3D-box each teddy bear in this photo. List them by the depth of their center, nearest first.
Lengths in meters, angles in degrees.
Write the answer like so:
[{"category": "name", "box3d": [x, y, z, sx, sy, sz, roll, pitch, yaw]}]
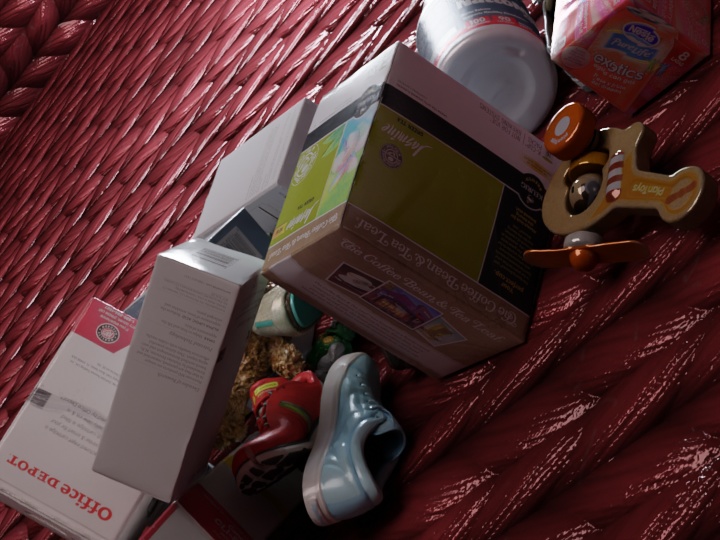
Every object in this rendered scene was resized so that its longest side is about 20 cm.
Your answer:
[{"category": "teddy bear", "box3d": [-0.123, 0.088, 1.632, 0.200, 0.067, 0.145, -48, 38, -10]}]

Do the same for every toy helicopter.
[{"category": "toy helicopter", "box3d": [0.201, -0.053, 1.274, 0.133, 0.079, 0.200, -63, 26, -7]}]

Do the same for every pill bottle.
[{"category": "pill bottle", "box3d": [0.116, -0.215, 1.604, 0.120, 0.119, 0.201, -50, 24, 20]}]

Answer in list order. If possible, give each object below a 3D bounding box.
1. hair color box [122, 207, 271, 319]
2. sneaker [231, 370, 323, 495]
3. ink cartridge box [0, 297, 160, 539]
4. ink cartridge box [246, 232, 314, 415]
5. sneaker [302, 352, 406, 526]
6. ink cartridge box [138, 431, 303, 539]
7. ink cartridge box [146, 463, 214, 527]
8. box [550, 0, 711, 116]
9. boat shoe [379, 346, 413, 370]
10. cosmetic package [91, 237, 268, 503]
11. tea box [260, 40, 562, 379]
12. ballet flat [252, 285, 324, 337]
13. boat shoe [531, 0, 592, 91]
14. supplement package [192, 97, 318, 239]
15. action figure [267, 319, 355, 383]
[{"category": "hair color box", "box3d": [-0.175, 0.024, 1.658, 0.200, 0.061, 0.099, -35, 9, 48]}, {"category": "sneaker", "box3d": [-0.078, 0.142, 1.504, 0.077, 0.085, 0.200, -38, -4, 20]}, {"category": "ink cartridge box", "box3d": [-0.236, 0.152, 1.530, 0.201, 0.145, 0.085, -59, -11, -21]}, {"category": "ink cartridge box", "box3d": [-0.136, 0.078, 1.817, 0.200, 0.087, 0.146, -39, 29, 36]}, {"category": "sneaker", "box3d": [0.009, 0.146, 1.468, 0.081, 0.074, 0.201, -14, 37, 21]}, {"category": "ink cartridge box", "box3d": [-0.141, 0.248, 1.508, 0.145, 0.083, 0.200, -49, -5, 23]}, {"category": "ink cartridge box", "box3d": [-0.226, 0.197, 1.666, 0.083, 0.146, 0.200, -58, -11, -8]}, {"category": "box", "box3d": [0.237, -0.249, 1.418, 0.102, 0.094, 0.201, -38, 30, 42]}, {"category": "boat shoe", "box3d": [0.000, 0.000, 1.516, 0.073, 0.202, 0.074, -23, -5, 25]}, {"category": "cosmetic package", "box3d": [-0.152, 0.083, 1.408, 0.113, 0.080, 0.202, -40, -32, -75]}, {"category": "tea box", "box3d": [0.050, -0.047, 1.423, 0.133, 0.199, 0.198, -29, 36, 50]}, {"category": "ballet flat", "box3d": [-0.047, 0.015, 1.621, 0.062, 0.068, 0.200, -16, 7, 31]}, {"category": "boat shoe", "box3d": [0.198, -0.244, 1.535, 0.074, 0.064, 0.203, -44, 26, 32]}, {"category": "supplement package", "box3d": [-0.081, -0.083, 1.860, 0.200, 0.119, 0.122, -28, 39, 52]}, {"category": "action figure", "box3d": [-0.062, 0.123, 1.650, 0.201, 0.055, 0.118, -56, 19, -2]}]
